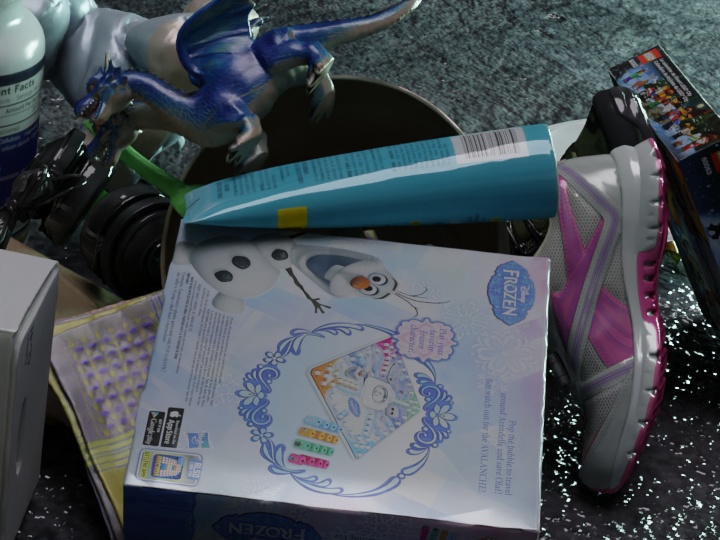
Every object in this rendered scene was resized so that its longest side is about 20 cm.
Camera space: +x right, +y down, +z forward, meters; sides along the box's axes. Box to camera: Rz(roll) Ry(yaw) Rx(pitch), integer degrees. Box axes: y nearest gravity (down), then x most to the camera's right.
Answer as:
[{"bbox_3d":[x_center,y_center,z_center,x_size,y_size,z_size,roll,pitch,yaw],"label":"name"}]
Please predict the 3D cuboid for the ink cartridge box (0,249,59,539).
[{"bbox_3d":[-0.261,0.053,1.251,0.199,0.148,0.086,11,31,3],"label":"ink cartridge box"}]

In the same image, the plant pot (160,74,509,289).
[{"bbox_3d":[0.000,0.000,1.439,0.199,0.201,0.134,18,-4,18],"label":"plant pot"}]

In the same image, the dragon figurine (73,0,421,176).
[{"bbox_3d":[-0.065,-0.118,1.368,0.099,0.200,0.059,46,-5,18],"label":"dragon figurine"}]

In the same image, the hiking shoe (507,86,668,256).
[{"bbox_3d":[0.119,-0.023,1.487,0.100,0.201,0.076,-4,43,-16],"label":"hiking shoe"}]

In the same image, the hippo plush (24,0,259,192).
[{"bbox_3d":[-0.169,-0.155,1.627,0.161,0.159,0.200,39,26,-1],"label":"hippo plush"}]

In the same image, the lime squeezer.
[{"bbox_3d":[-0.100,-0.002,1.378,0.070,0.201,0.038,-17,-11,6],"label":"lime squeezer"}]

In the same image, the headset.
[{"bbox_3d":[-0.164,-0.023,1.483,0.123,0.094,0.200,35,-2,19],"label":"headset"}]

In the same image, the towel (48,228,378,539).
[{"bbox_3d":[-0.062,0.060,1.316,0.199,0.023,0.144,-18,64,-10],"label":"towel"}]

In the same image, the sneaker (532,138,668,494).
[{"bbox_3d":[0.129,0.026,1.408,0.088,0.201,0.081,1,-4,10],"label":"sneaker"}]

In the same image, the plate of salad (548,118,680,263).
[{"bbox_3d":[0.187,-0.057,1.742,0.199,0.048,0.200,-2,28,1],"label":"plate of salad"}]

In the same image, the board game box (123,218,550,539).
[{"bbox_3d":[-0.007,0.061,1.244,0.198,0.044,0.200,6,41,2],"label":"board game box"}]

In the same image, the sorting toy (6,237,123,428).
[{"bbox_3d":[-0.213,0.022,1.399,0.185,0.037,0.200,30,16,-20],"label":"sorting toy"}]

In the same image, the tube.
[{"bbox_3d":[0.004,-0.044,1.323,0.199,0.051,0.077,-5,8,-3],"label":"tube"}]

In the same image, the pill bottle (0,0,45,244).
[{"bbox_3d":[-0.253,-0.107,1.523,0.115,0.201,0.116,7,25,-3],"label":"pill bottle"}]

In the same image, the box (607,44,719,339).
[{"bbox_3d":[0.219,-0.024,1.520,0.038,0.201,0.137,-25,31,1],"label":"box"}]
